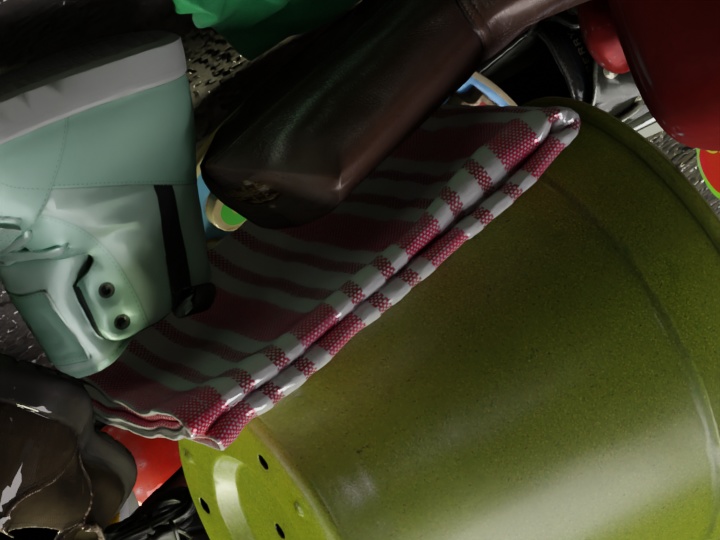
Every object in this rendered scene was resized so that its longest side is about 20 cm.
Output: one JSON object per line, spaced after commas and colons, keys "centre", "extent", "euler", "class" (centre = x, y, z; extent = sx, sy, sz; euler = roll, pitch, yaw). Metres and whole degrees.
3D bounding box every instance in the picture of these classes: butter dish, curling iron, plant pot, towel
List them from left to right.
{"centre": [-0.045, 0.077, 1.333], "extent": [0.200, 0.050, 0.026], "euler": [-41, 122, -34], "class": "curling iron"}
{"centre": [-0.020, -0.007, 1.140], "extent": [0.200, 0.030, 0.146], "euler": [-41, -160, -18], "class": "towel"}
{"centre": [0.038, 0.061, 1.179], "extent": [0.193, 0.200, 0.200], "euler": [-28, 158, -23], "class": "plant pot"}
{"centre": [0.159, -0.123, 1.246], "extent": [0.148, 0.200, 0.200], "euler": [-19, 172, 33], "class": "butter dish"}

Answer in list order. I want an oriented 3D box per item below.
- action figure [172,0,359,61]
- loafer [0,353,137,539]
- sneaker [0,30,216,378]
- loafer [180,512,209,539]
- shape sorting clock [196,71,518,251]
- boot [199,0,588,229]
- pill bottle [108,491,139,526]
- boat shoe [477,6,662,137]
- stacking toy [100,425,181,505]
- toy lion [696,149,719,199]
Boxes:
{"centre": [-0.043, -0.129, 1.055], "extent": [0.118, 0.055, 0.200], "euler": [-39, 163, 17], "class": "action figure"}
{"centre": [-0.135, 0.083, 1.115], "extent": [0.200, 0.073, 0.071], "euler": [77, 31, -73], "class": "loafer"}
{"centre": [-0.136, -0.005, 1.080], "extent": [0.200, 0.118, 0.074], "euler": [-22, -163, -33], "class": "sneaker"}
{"centre": [-0.120, 0.134, 1.506], "extent": [0.200, 0.068, 0.070], "euler": [-20, 177, -45], "class": "loafer"}
{"centre": [0.000, 0.000, 1.281], "extent": [0.200, 0.039, 0.200], "euler": [-12, 114, -27], "class": "shape sorting clock"}
{"centre": [0.041, -0.084, 1.116], "extent": [0.200, 0.064, 0.186], "euler": [-40, -162, -25], "class": "boot"}
{"centre": [-0.168, 0.104, 1.302], "extent": [0.104, 0.104, 0.200], "euler": [-38, 159, 8], "class": "pill bottle"}
{"centre": [0.107, -0.090, 1.341], "extent": [0.200, 0.071, 0.064], "euler": [-35, 160, 6], "class": "boat shoe"}
{"centre": [-0.044, 0.073, 1.475], "extent": [0.200, 0.085, 0.085], "euler": [-16, 153, -25], "class": "stacking toy"}
{"centre": [0.229, -0.063, 1.422], "extent": [0.069, 0.200, 0.192], "euler": [-27, 139, -24], "class": "toy lion"}
